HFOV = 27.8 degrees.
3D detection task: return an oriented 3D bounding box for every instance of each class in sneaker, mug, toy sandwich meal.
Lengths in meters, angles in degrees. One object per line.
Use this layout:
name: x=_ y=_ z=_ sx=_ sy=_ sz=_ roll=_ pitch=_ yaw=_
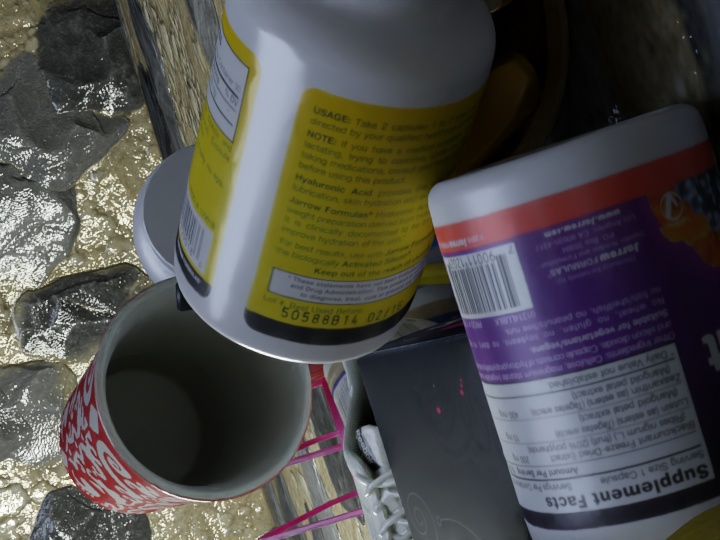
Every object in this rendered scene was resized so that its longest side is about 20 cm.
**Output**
sneaker: x=0.025 y=0.119 z=0.752 sx=0.081 sy=0.074 sz=0.202 roll=27 pitch=-131 yaw=-63
mug: x=-0.106 y=0.098 z=0.947 sx=0.200 sy=0.176 sz=0.135 roll=145 pitch=134 yaw=-63
toy sandwich meal: x=0.011 y=-0.113 z=0.677 sx=0.204 sy=0.070 sz=0.207 roll=16 pitch=118 yaw=33

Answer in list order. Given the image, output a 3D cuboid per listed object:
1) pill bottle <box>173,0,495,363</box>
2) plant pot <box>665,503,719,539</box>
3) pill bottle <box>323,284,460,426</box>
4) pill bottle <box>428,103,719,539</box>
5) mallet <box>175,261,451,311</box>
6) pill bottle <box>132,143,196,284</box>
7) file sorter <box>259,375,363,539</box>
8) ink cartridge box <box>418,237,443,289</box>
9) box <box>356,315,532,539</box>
pill bottle: x=-0.008 y=-0.070 z=0.596 sx=0.112 sy=0.110 sz=0.201 roll=-119 pitch=36 yaw=-43
plant pot: x=0.140 y=0.151 z=0.442 sx=0.142 sy=0.198 sz=0.202 roll=-77 pitch=-22 yaw=-61
pill bottle: x=0.065 y=0.120 z=0.845 sx=0.120 sy=0.119 sz=0.201 roll=96 pitch=153 yaw=-64
pill bottle: x=0.106 y=0.047 z=0.561 sx=0.111 sy=0.110 sz=0.202 roll=179 pitch=73 yaw=-78
mallet: x=0.000 y=0.000 z=0.790 sx=0.066 sy=0.198 sz=0.042 roll=110 pitch=155 yaw=-55
pill bottle: x=-0.094 y=-0.023 z=0.986 sx=0.200 sy=0.111 sz=0.113 roll=98 pitch=153 yaw=-82
file sorter: x=-0.016 y=0.125 z=1.072 sx=0.139 sy=0.125 sz=0.202 roll=-15 pitch=-95 yaw=-58
ink cartridge box: x=0.004 y=-0.058 z=0.938 sx=0.146 sy=0.083 sz=0.201 roll=85 pitch=163 yaw=-63
box: x=0.093 y=0.114 z=0.681 sx=0.122 sy=0.105 sz=0.202 roll=-19 pitch=89 yaw=63
